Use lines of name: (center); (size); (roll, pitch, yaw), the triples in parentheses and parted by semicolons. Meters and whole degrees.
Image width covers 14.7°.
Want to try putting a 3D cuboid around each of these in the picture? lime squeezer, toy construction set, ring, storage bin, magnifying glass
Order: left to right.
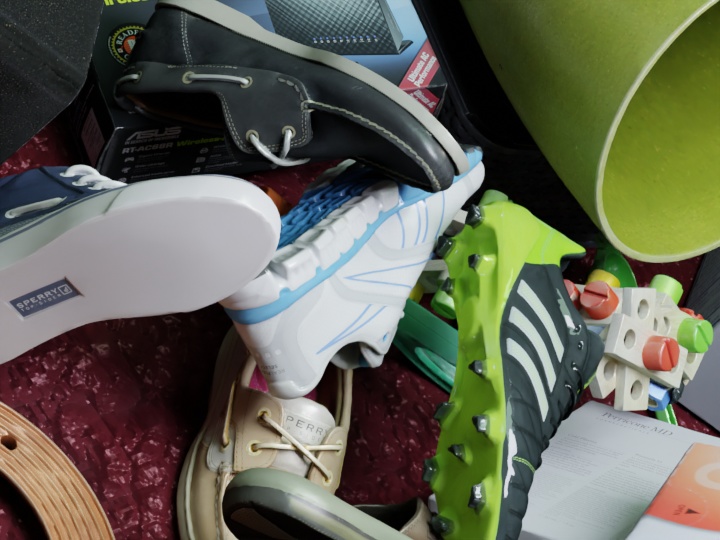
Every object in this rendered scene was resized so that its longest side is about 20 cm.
ring: (-0.198, 0.130, 1.258); (0.200, 0.019, 0.201); (20, 45, -21)
magnifying glass: (0.017, 0.023, 1.454); (0.200, 0.080, 0.022); (41, 78, -22)
storage bin: (0.099, -0.095, 1.621); (0.200, 0.094, 0.135); (1, 55, -36)
toy construction set: (0.109, 0.019, 1.475); (0.092, 0.200, 0.131); (-51, 131, -13)
lime squeezer: (0.163, -0.013, 1.579); (0.038, 0.200, 0.071); (5, 9, -42)

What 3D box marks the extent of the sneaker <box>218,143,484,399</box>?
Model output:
sneaker: (0.000, 0.000, 1.384); (0.200, 0.075, 0.087); (-36, 115, -44)

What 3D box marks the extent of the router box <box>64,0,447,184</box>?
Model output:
router box: (-0.070, -0.130, 1.511); (0.200, 0.062, 0.150); (-9, 60, -25)

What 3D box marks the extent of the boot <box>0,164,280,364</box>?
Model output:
boot: (-0.125, -0.023, 1.321); (0.073, 0.200, 0.090); (57, 28, -35)

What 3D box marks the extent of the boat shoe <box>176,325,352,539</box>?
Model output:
boat shoe: (-0.041, 0.082, 1.378); (0.074, 0.069, 0.200); (23, 44, -20)

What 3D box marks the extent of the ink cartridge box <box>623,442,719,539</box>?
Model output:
ink cartridge box: (0.221, 0.141, 1.262); (0.200, 0.050, 0.162); (5, 21, 21)

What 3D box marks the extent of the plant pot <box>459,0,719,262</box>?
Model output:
plant pot: (0.139, -0.137, 1.502); (0.187, 0.187, 0.200); (-7, 39, -40)

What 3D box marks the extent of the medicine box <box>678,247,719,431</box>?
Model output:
medicine box: (0.283, -0.013, 1.621); (0.103, 0.182, 0.200); (36, 42, -6)

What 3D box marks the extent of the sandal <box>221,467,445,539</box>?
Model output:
sandal: (0.011, 0.128, 1.319); (0.201, 0.080, 0.057); (43, 50, -48)

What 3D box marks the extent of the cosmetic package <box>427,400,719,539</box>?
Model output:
cosmetic package: (0.157, 0.134, 1.413); (0.200, 0.052, 0.151); (16, 29, 36)

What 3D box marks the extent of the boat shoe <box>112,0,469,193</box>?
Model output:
boat shoe: (-0.034, -0.074, 1.375); (0.200, 0.072, 0.068); (24, 71, 30)

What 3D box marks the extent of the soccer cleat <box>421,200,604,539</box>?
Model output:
soccer cleat: (0.077, 0.056, 1.336); (0.081, 0.068, 0.200); (20, 54, -23)

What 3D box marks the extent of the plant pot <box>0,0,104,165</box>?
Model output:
plant pot: (-0.230, -0.143, 1.348); (0.177, 0.200, 0.200); (32, 41, -25)
